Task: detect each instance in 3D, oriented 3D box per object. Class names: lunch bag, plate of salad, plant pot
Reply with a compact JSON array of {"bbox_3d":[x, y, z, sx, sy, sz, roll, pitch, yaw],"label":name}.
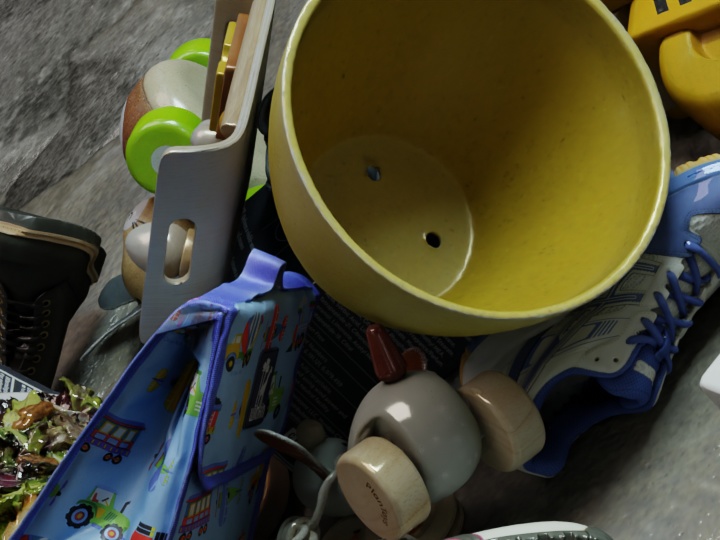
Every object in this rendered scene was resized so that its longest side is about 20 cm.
[{"bbox_3d":[-0.089,0.079,1.091,0.200,0.094,0.151,-66,-14,11],"label":"lunch bag"},{"bbox_3d":[-0.190,0.119,1.270,0.200,0.200,0.048,-109,27,-60],"label":"plate of salad"},{"bbox_3d":[0.034,-0.048,1.053,0.200,0.200,0.142,-61,8,-27],"label":"plant pot"}]

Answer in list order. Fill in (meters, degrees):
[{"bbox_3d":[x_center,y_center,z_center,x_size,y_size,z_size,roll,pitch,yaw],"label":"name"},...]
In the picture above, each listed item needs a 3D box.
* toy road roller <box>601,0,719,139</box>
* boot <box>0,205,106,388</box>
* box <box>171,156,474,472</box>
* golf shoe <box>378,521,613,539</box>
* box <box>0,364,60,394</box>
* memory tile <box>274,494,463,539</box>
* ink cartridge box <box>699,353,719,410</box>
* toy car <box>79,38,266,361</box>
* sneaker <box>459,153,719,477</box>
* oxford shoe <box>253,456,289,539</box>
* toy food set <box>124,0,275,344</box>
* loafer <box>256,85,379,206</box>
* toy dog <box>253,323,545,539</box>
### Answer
[{"bbox_3d":[0.190,-0.119,1.122,0.200,0.123,0.146,-19,49,42],"label":"toy road roller"},{"bbox_3d":[-0.231,0.034,1.446,0.200,0.077,0.139,52,-126,-77],"label":"boot"},{"bbox_3d":[0.000,0.000,1.239,0.200,0.107,0.149,-40,28,10],"label":"box"},{"bbox_3d":[0.033,0.153,1.009,0.200,0.077,0.088,-21,27,18],"label":"golf shoe"},{"bbox_3d":[-0.303,0.138,1.346,0.123,0.198,0.200,-48,23,28],"label":"box"},{"bbox_3d":[-0.033,0.195,1.120,0.200,0.017,0.153,-24,34,35],"label":"memory tile"},{"bbox_3d":[0.261,0.040,0.861,0.144,0.084,0.200,-50,29,-11],"label":"ink cartridge box"},{"bbox_3d":[-0.130,-0.030,1.430,0.200,0.158,0.164,-47,13,22],"label":"toy car"},{"bbox_3d":[0.144,0.028,1.065,0.200,0.075,0.088,-44,39,16],"label":"sneaker"},{"bbox_3d":[-0.103,0.089,1.274,0.071,0.071,0.200,-59,28,12],"label":"oxford shoe"},{"bbox_3d":[-0.093,-0.073,1.199,0.200,0.060,0.144,-82,2,-48],"label":"toy food set"},{"bbox_3d":[-0.024,-0.088,1.198,0.068,0.070,0.201,-34,30,19],"label":"loafer"},{"bbox_3d":[0.001,0.080,1.069,0.200,0.096,0.132,-25,3,45],"label":"toy dog"}]
